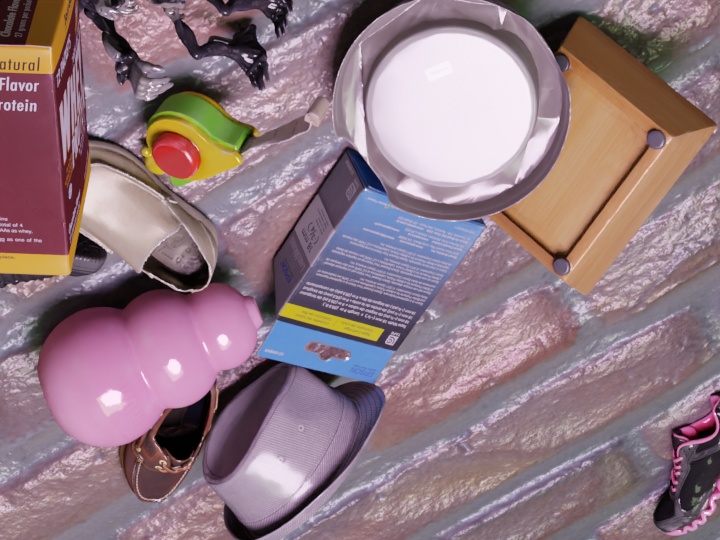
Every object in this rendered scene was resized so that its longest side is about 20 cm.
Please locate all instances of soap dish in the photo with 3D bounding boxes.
[{"bbox_3d":[0.191,-0.097,1.417,0.200,0.157,0.081,-56,164,27],"label":"soap dish"}]

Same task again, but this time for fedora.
[{"bbox_3d":[-0.078,0.158,1.521,0.090,0.177,0.200,44,75,-24],"label":"fedora"}]

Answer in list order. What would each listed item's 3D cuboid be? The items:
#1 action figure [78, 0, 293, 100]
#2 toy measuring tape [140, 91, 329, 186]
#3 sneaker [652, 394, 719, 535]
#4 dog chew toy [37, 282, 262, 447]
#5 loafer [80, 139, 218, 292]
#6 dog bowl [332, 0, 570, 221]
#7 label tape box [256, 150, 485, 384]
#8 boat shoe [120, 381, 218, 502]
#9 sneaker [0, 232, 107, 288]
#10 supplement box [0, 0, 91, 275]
[{"bbox_3d":[-0.147,-0.200,1.218,0.199,0.102,0.119,9,126,-34],"label":"action figure"},{"bbox_3d":[-0.114,-0.119,1.289,0.073,0.074,0.199,26,149,-38],"label":"toy measuring tape"},{"bbox_3d":[0.389,0.220,1.856,0.095,0.079,0.200,27,116,-14],"label":"sneaker"},{"bbox_3d":[-0.182,0.075,1.421,0.199,0.125,0.125,-23,135,0],"label":"dog chew toy"},{"bbox_3d":[-0.189,-0.043,1.357,0.076,0.068,0.200,-46,133,15],"label":"loafer"},{"bbox_3d":[0.076,-0.144,1.348,0.199,0.059,0.201,1,117,3],"label":"dog bowl"},{"bbox_3d":[0.000,0.000,1.482,0.144,0.063,0.200,17,121,-35],"label":"label tape box"},{"bbox_3d":[-0.183,0.157,1.536,0.070,0.070,0.201,-3,132,-26],"label":"boat shoe"},{"bbox_3d":[-0.322,-0.006,1.342,0.199,0.060,0.104,14,123,-29],"label":"sneaker"},{"bbox_3d":[-0.304,-0.118,1.160,0.196,0.133,0.201,2,131,-2],"label":"supplement box"}]
